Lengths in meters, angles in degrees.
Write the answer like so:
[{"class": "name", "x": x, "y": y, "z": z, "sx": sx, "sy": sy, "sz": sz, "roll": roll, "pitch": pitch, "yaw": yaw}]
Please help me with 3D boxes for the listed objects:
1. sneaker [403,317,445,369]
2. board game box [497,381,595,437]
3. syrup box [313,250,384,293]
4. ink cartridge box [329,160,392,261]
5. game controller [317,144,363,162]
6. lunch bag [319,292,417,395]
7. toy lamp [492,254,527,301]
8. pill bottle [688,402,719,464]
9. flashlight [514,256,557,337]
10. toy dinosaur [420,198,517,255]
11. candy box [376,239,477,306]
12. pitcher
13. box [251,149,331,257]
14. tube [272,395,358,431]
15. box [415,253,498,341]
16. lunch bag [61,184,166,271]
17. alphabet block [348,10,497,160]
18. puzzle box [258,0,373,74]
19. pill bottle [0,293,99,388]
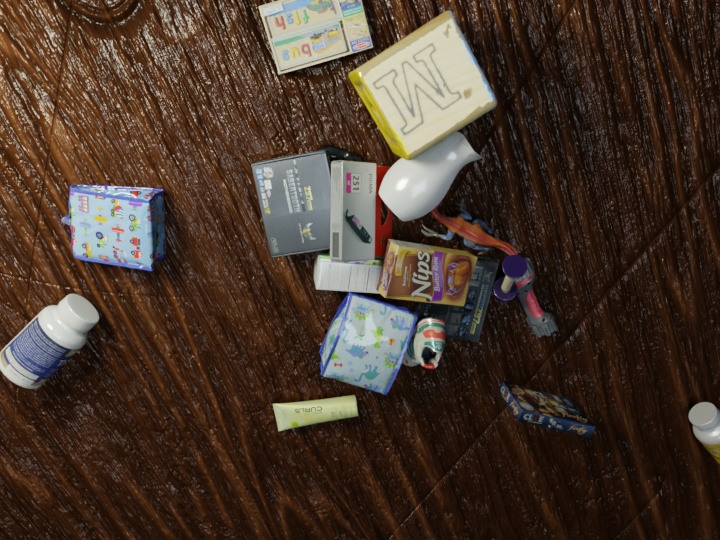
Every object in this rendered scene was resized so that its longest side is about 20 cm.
[{"class": "sneaker", "x": 0.136, "y": 0.188, "z": 1.421, "sx": 0.070, "sy": 0.094, "sz": 0.200, "roll": 11, "pitch": 144, "yaw": -15}, {"class": "board game box", "x": 0.453, "y": 0.340, "z": 1.539, "sx": 0.199, "sy": 0.136, "sz": 0.035, "roll": 15, "pitch": 106, "yaw": -14}, {"class": "syrup box", "x": 0.000, "y": 0.000, "z": 1.385, "sx": 0.199, "sy": 0.079, "sz": 0.082, "roll": 3, "pitch": 108, "yaw": -9}, {"class": "ink cartridge box", "x": 0.016, "y": -0.121, "z": 1.299, "sx": 0.173, "sy": 0.043, "sz": 0.201, "roll": -4, "pitch": 97, "yaw": -40}, {"class": "game controller", "x": -0.067, "y": -0.164, "z": 1.346, "sx": 0.104, "sy": 0.042, "sz": 0.201, "roll": 19, "pitch": 105, "yaw": 1}, {"class": "lunch bag", "x": 0.016, "y": 0.154, "z": 1.416, "sx": 0.169, "sy": 0.128, "sz": 0.201, "roll": 17, "pitch": 115, "yaw": -13}, {"class": "toy lamp", "x": 0.323, "y": 0.025, "z": 1.371, "sx": 0.058, "sy": 0.200, "sz": 0.058, "roll": -2, "pitch": 70, "yaw": 7}, {"class": "pill bottle", "x": 0.956, "y": 0.437, "z": 1.663, "sx": 0.104, "sy": 0.104, "sz": 0.200, "roll": -43, "pitch": 109, "yaw": 7}, {"class": "flashlight", "x": 0.405, "y": 0.065, "z": 1.474, "sx": 0.068, "sy": 0.068, "sz": 0.200, "roll": -32, "pitch": 109, "yaw": 0}, {"class": "toy dinosaur", "x": 0.230, "y": -0.104, "z": 1.353, "sx": 0.181, "sy": 0.200, "sz": 0.105, "roll": 21, "pitch": 90, "yaw": -47}, {"class": "candy box", "x": 0.143, "y": 0.007, "z": 1.347, "sx": 0.199, "sy": 0.056, "sz": 0.117, "roll": 7, "pitch": 105, "yaw": -23}, {"class": "pitcher", "x": 0.133, "y": -0.205, "z": 1.290, "sx": 0.200, "sy": 0.172, "sz": 0.121, "roll": -42, "pitch": 110, "yaw": 12}, {"class": "box", "x": -0.126, "y": -0.138, "z": 1.303, "sx": 0.157, "sy": 0.051, "sz": 0.201, "roll": -8, "pitch": 105, "yaw": 6}, {"class": "tube", "x": -0.105, "y": 0.340, "z": 1.504, "sx": 0.199, "sy": 0.052, "sz": 0.058, "roll": -8, "pitch": 69, "yaw": -1}, {"class": "box", "x": 0.218, "y": 0.058, "z": 1.452, "sx": 0.157, "sy": 0.051, "sz": 0.201, "roll": 8, "pitch": 107, "yaw": -10}, {"class": "lunch bag", "x": -0.511, "y": -0.091, "z": 1.282, "sx": 0.199, "sy": 0.094, "sz": 0.151, "roll": 5, "pitch": 111, "yaw": 0}, {"class": "alphabet block", "x": 0.114, "y": -0.352, "z": 1.217, "sx": 0.200, "sy": 0.195, "sz": 0.197, "roll": -32, "pitch": 104, "yaw": 2}, {"class": "puzzle box", "x": -0.087, "y": -0.479, "z": 1.237, "sx": 0.199, "sy": 0.025, "sz": 0.134, "roll": -18, "pitch": 111, "yaw": -2}, {"class": "pill bottle", "x": -0.651, "y": 0.145, "z": 1.322, "sx": 0.200, "sy": 0.111, "sz": 0.111, "roll": -42, "pitch": 109, "yaw": 7}]
